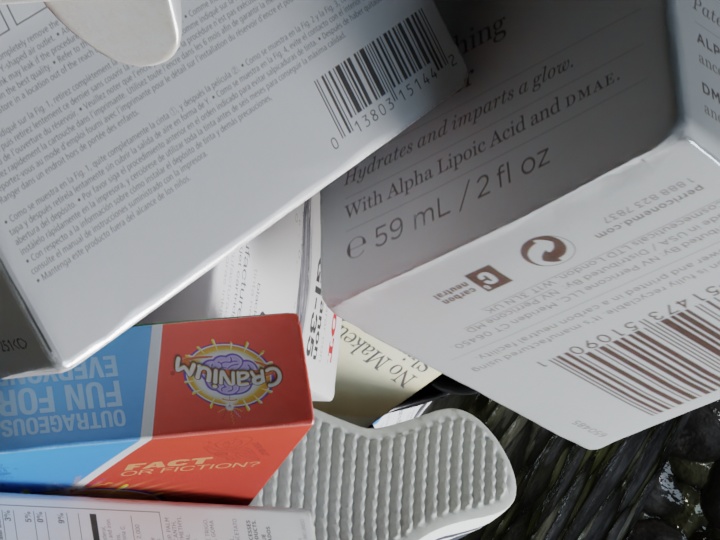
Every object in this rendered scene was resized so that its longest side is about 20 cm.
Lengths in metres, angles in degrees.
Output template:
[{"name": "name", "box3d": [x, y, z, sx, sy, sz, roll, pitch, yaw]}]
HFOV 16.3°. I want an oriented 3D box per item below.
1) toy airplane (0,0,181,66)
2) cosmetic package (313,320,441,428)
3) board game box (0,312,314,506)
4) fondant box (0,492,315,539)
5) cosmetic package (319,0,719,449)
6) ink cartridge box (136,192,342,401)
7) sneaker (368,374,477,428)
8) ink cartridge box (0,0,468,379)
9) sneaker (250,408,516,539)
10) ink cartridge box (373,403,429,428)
[{"name": "toy airplane", "box3d": [-0.139, -0.088, 0.578, 0.199, 0.141, 0.200, 14, 125, -42]}, {"name": "cosmetic package", "box3d": [0.000, 0.000, 1.114, 0.200, 0.073, 0.104, -39, 131, 20]}, {"name": "board game box", "box3d": [-0.114, 0.072, 0.889, 0.153, 0.040, 0.200, -4, 160, -17]}, {"name": "fondant box", "box3d": [-0.132, 0.125, 0.879, 0.200, 0.058, 0.144, 9, 153, -42]}, {"name": "cosmetic package", "box3d": [0.096, -0.069, 0.948, 0.165, 0.200, 0.165, -27, 141, 34]}, {"name": "ink cartridge box", "box3d": [-0.061, -0.033, 0.963, 0.200, 0.083, 0.147, 34, 61, -75]}, {"name": "sneaker", "box3d": [0.042, 0.032, 1.253, 0.200, 0.083, 0.072, -30, 147, -33]}, {"name": "ink cartridge box", "box3d": [-0.074, -0.091, 0.806, 0.200, 0.176, 0.045, -37, -162, -36]}, {"name": "sneaker", "box3d": [-0.016, 0.105, 1.077, 0.079, 0.078, 0.200, -34, 158, 30]}, {"name": "ink cartridge box", "box3d": [0.028, 0.004, 1.418, 0.200, 0.084, 0.145, -48, 161, -37]}]
